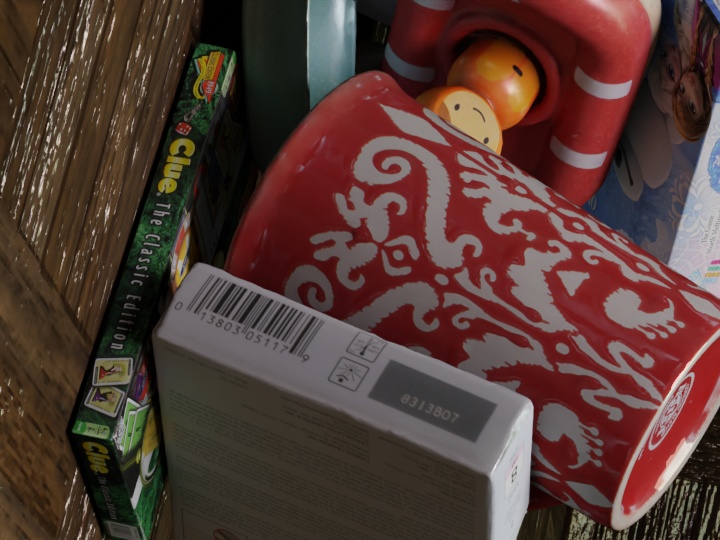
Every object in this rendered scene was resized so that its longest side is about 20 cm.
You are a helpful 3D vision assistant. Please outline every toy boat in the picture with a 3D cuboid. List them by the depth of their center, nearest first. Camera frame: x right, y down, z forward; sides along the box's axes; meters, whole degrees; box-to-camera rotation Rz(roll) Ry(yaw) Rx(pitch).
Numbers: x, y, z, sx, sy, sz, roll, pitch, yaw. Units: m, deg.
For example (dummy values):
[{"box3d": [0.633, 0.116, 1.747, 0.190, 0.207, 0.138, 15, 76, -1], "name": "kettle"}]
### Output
[{"box3d": [0.063, -0.090, 1.374, 0.131, 0.130, 0.200, -54, 166, -38], "name": "toy boat"}]

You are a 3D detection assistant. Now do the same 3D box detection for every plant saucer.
[{"box3d": [-0.029, -0.119, 1.315, 0.200, 0.036, 0.201, 1, 90, -84], "name": "plant saucer"}]

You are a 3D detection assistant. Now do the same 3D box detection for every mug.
[{"box3d": [0.057, 0.030, 1.239, 0.133, 0.200, 0.178, -47, 157, -32], "name": "mug"}]

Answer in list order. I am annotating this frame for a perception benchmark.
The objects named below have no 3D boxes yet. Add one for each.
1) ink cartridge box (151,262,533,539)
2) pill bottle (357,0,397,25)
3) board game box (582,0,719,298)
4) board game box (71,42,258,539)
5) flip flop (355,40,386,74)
[{"box3d": [-0.008, 0.099, 1.221, 0.057, 0.162, 0.200, -58, 160, -30], "name": "ink cartridge box"}, {"box3d": [0.054, -0.236, 1.511, 0.112, 0.112, 0.200, 67, 34, -72], "name": "pill bottle"}, {"box3d": [0.146, -0.103, 1.445, 0.199, 0.043, 0.200, 99, -25, -43], "name": "board game box"}, {"box3d": [-0.084, 0.010, 1.238, 0.105, 0.023, 0.200, 86, 17, -60], "name": "board game box"}, {"box3d": [0.058, -0.058, 1.560, 0.200, 0.058, 0.081, 42, 66, -32], "name": "flip flop"}]
